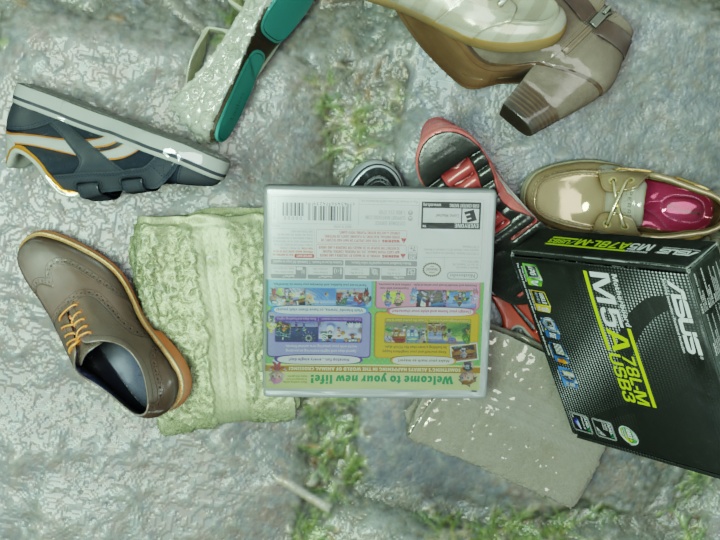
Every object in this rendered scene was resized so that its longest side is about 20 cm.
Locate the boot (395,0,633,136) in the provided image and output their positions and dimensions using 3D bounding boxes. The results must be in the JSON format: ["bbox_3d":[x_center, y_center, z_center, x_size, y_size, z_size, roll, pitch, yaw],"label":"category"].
[{"bbox_3d":[0.146,-0.225,0.955,0.200,0.070,0.146,44,79,-3],"label":"boot"}]

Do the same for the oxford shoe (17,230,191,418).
[{"bbox_3d":[-0.228,0.043,0.896,0.200,0.073,0.071,44,106,6],"label":"oxford shoe"}]

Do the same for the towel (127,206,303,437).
[{"bbox_3d":[-0.129,0.045,0.947,0.146,0.036,0.203,-6,97,-7],"label":"towel"}]

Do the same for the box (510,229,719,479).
[{"bbox_3d":[0.230,0.067,0.869,0.047,0.192,0.202,-32,113,-25],"label":"box"}]

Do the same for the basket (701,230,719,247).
[{"bbox_3d":[0.362,0.075,0.947,0.160,0.198,0.202,-31,100,-3],"label":"basket"}]

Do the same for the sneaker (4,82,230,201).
[{"bbox_3d":[-0.209,-0.093,0.894,0.197,0.078,0.080,19,96,10],"label":"sneaker"}]

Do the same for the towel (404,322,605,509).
[{"bbox_3d":[0.149,0.134,0.996,0.198,0.035,0.134,25,100,-12],"label":"towel"}]

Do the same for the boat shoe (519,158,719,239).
[{"bbox_3d":[0.250,-0.065,0.979,0.197,0.069,0.075,2,95,-9],"label":"boat shoe"}]

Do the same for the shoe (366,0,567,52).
[{"bbox_3d":[0.082,-0.239,0.890,0.197,0.054,0.071,17,61,3],"label":"shoe"}]

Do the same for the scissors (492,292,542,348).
[{"bbox_3d":[0.126,0.020,0.996,0.199,0.014,0.073,40,90,-12],"label":"scissors"}]

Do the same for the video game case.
[{"bbox_3d":[0.015,0.019,0.905,0.197,0.022,0.185,1,101,-3],"label":"video game case"}]

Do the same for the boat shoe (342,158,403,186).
[{"bbox_3d":[0.000,0.000,0.947,0.071,0.068,0.203,16,93,-10],"label":"boat shoe"}]

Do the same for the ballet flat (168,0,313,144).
[{"bbox_3d":[-0.103,-0.208,0.914,0.071,0.072,0.201,32,90,-10],"label":"ballet flat"}]

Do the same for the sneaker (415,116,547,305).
[{"bbox_3d":[0.117,-0.060,0.955,0.073,0.087,0.201,-30,115,12],"label":"sneaker"}]
